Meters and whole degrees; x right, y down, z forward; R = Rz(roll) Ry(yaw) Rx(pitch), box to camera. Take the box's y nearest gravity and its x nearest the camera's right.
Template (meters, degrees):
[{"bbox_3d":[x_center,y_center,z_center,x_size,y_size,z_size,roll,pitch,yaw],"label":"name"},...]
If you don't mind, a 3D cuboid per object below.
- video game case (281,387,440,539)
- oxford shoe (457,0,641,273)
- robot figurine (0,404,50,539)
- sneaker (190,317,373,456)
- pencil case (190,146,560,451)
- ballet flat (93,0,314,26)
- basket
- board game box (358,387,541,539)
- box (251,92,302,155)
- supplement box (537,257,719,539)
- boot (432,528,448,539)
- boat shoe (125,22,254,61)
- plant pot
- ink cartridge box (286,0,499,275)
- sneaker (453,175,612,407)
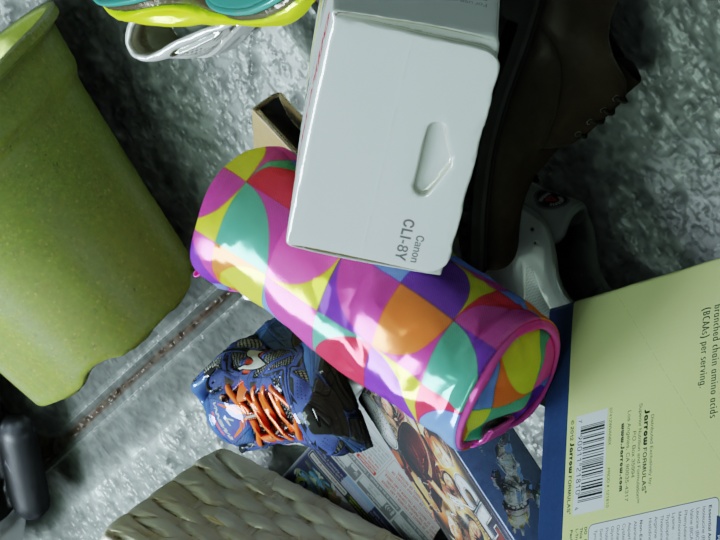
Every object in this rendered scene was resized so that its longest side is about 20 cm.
[{"bbox_3d":[0.040,0.177,1.714,0.200,0.023,0.182,48,138,7],"label":"video game case"},{"bbox_3d":[0.097,-0.084,1.423,0.084,0.073,0.201,13,113,-6],"label":"oxford shoe"},{"bbox_3d":[-0.299,0.127,1.922,0.150,0.124,0.201,28,135,53],"label":"robot figurine"},{"bbox_3d":[-0.048,0.078,1.624,0.076,0.078,0.200,65,170,-8],"label":"sneaker"},{"bbox_3d":[0.004,0.013,1.418,0.200,0.088,0.089,33,135,29],"label":"pencil case"},{"bbox_3d":[-0.063,-0.154,1.448,0.200,0.067,0.067,4,84,52],"label":"ballet flat"},{"bbox_3d":[-0.056,0.214,1.710,0.199,0.135,0.124,24,129,29],"label":"basket"},{"bbox_3d":[0.072,0.129,1.500,0.200,0.035,0.136,57,166,10],"label":"board game box"},{"bbox_3d":[0.000,0.000,1.567,0.164,0.021,0.200,47,166,15],"label":"box"},{"bbox_3d":[0.201,0.106,1.358,0.199,0.134,0.201,-18,61,48],"label":"supplement box"},{"bbox_3d":[0.099,0.248,1.616,0.200,0.077,0.139,35,117,9],"label":"boot"},{"bbox_3d":[-0.068,-0.172,1.549,0.071,0.069,0.200,52,138,10],"label":"boat shoe"},{"bbox_3d":[-0.203,-0.028,1.701,0.184,0.200,0.200,50,140,-12],"label":"plant pot"},{"bbox_3d":[0.020,-0.119,1.396,0.083,0.200,0.146,9,128,-3],"label":"ink cartridge box"},{"bbox_3d":[0.077,-0.029,1.515,0.200,0.074,0.088,49,126,3],"label":"sneaker"}]
